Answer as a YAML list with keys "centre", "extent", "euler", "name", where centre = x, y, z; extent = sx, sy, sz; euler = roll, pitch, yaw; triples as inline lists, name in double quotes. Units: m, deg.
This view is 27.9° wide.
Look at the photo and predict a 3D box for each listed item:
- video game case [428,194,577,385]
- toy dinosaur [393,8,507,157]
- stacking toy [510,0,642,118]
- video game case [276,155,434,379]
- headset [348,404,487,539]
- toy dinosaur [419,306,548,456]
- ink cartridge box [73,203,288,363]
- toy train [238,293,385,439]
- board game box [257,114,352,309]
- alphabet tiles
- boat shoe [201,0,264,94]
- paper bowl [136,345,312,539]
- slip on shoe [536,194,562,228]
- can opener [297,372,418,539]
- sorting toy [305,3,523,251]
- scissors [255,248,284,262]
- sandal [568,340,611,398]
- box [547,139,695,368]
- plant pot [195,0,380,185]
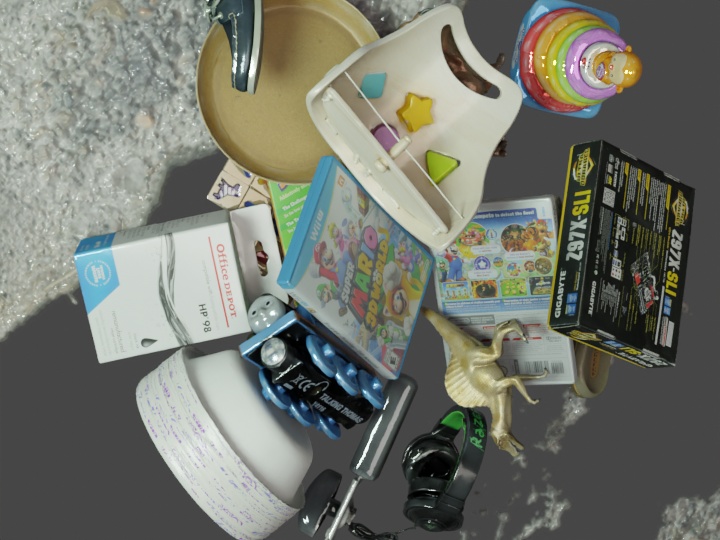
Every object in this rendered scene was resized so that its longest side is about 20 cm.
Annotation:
- centre: [0.149, 0.025, 1.535]
  extent: [0.141, 0.018, 0.203]
  euler: [-3, 105, 23]
  name: "video game case"
- centre: [0.082, -0.166, 1.486]
  extent: [0.134, 0.086, 0.203]
  euler: [7, 104, -14]
  name: "toy dinosaur"
- centre: [0.232, -0.206, 1.448]
  extent: [0.108, 0.200, 0.118]
  euler: [10, 100, -14]
  name: "stacking toy"
- centre: [0.000, 0.000, 1.450]
  extent: [0.200, 0.018, 0.145]
  euler: [43, 57, -42]
  name: "video game case"
- centre: [0.066, 0.227, 1.549]
  extent: [0.093, 0.124, 0.201]
  euler: [22, 120, -13]
  name: "headset"
- centre: [0.127, 0.091, 1.502]
  extent: [0.100, 0.058, 0.201]
  euler: [-33, 70, 3]
  name: "toy dinosaur"
- centre: [-0.177, 0.010, 1.457]
  extent: [0.197, 0.067, 0.117]
  euler: [-12, 103, -1]
  name: "ink cartridge box"
- centre: [-0.050, 0.092, 1.451]
  extent: [0.086, 0.115, 0.200]
  euler: [-35, 146, 12]
  name: "toy train"
- centre: [-0.041, -0.060, 1.491]
  extent: [0.094, 0.030, 0.203]
  euler: [-14, 102, -9]
  name: "board game box"
- centre: [-0.073, -0.062, 1.502]
  extent: [0.166, 0.008, 0.202]
  euler: [30, 91, -14]
  name: "alphabet tiles"
- centre: [-0.123, -0.270, 1.402]
  extent: [0.061, 0.075, 0.203]
  euler: [0, 84, -9]
  name: "boat shoe"
- centre: [-0.123, 0.161, 1.439]
  extent: [0.104, 0.201, 0.201]
  euler: [-36, 107, 5]
  name: "paper bowl"
- centre: [0.192, 0.016, 1.563]
  extent: [0.060, 0.074, 0.203]
  euler: [1, 111, 23]
  name: "slip on shoe"
- centre: [-0.006, 0.198, 1.554]
  extent: [0.066, 0.053, 0.202]
  euler: [24, 89, 7]
  name: "can opener"
- centre: [0.064, -0.156, 1.402]
  extent: [0.180, 0.107, 0.200]
  euler: [-43, 107, -9]
  name: "sorting toy"
- centre: [-0.060, -0.009, 1.521]
  extent: [0.197, 0.014, 0.074]
  euler: [-15, 104, -10]
  name: "scissors"
- centre: [0.266, 0.046, 1.571]
  extent: [0.080, 0.054, 0.203]
  euler: [-11, 109, -42]
  name: "sandal"
- centre: [0.275, -0.016, 1.515]
  extent: [0.158, 0.049, 0.203]
  euler: [21, 72, -38]
  name: "box"
- centre: [-0.067, -0.185, 1.453]
  extent: [0.197, 0.027, 0.203]
  euler: [1, 86, -8]
  name: "plant pot"
